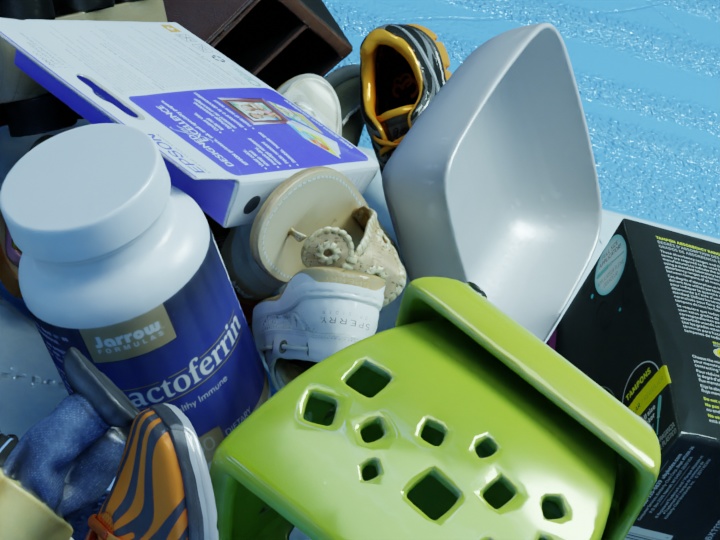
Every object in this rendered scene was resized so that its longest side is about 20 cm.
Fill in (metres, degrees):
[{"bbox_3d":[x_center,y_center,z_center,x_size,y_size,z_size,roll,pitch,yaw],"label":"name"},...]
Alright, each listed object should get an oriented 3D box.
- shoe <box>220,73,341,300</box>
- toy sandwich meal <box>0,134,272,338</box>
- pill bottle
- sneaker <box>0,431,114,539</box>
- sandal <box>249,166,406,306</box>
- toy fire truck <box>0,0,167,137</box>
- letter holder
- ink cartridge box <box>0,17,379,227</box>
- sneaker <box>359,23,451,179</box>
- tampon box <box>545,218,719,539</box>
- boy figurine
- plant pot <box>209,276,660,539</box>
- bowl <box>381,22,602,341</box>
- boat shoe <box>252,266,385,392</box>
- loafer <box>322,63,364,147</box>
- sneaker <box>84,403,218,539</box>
[{"bbox_3d":[-0.041,-0.064,1.384,0.070,0.053,0.201,36,45,-23],"label":"shoe"},{"bbox_3d":[-0.145,-0.020,1.342,0.204,0.070,0.206,17,39,-14],"label":"toy sandwich meal"},{"bbox_3d":[-0.131,0.020,1.181,0.115,0.201,0.116,-11,40,10],"label":"pill bottle"},{"bbox_3d":[-0.217,0.111,1.150,0.199,0.070,0.078,5,47,-26],"label":"sneaker"},{"bbox_3d":[0.003,-0.005,1.279,0.069,0.078,0.212,30,-2,21],"label":"sandal"},{"bbox_3d":[-0.255,-0.163,1.418,0.199,0.130,0.176,-5,12,34],"label":"toy fire truck"},{"bbox_3d":[-0.119,-0.202,1.555,0.100,0.142,0.200,37,16,-44],"label":"letter holder"},{"bbox_3d":[-0.118,-0.097,1.273,0.198,0.044,0.200,36,22,25],"label":"ink cartridge box"},{"bbox_3d":[0.039,-0.087,1.476,0.077,0.078,0.201,12,59,-68],"label":"sneaker"},{"bbox_3d":[0.213,0.095,1.359,0.125,0.150,0.201,14,39,-19],"label":"tampon box"},{"bbox_3d":[-0.192,0.140,1.074,0.064,0.200,0.124,43,-2,31],"label":"boy figurine"},{"bbox_3d":[0.045,0.133,1.126,0.199,0.200,0.182,38,66,14],"label":"plant pot"},{"bbox_3d":[0.087,-0.048,1.384,0.074,0.201,0.200,5,41,32],"label":"bowl"},{"bbox_3d":[-0.031,0.053,1.241,0.070,0.200,0.070,7,75,-7],"label":"boat shoe"},{"bbox_3d":[-0.037,-0.089,1.498,0.070,0.075,0.200,49,42,2],"label":"loafer"},{"bbox_3d":[-0.138,0.168,1.036,0.111,0.201,0.078,0,13,-26],"label":"sneaker"}]
